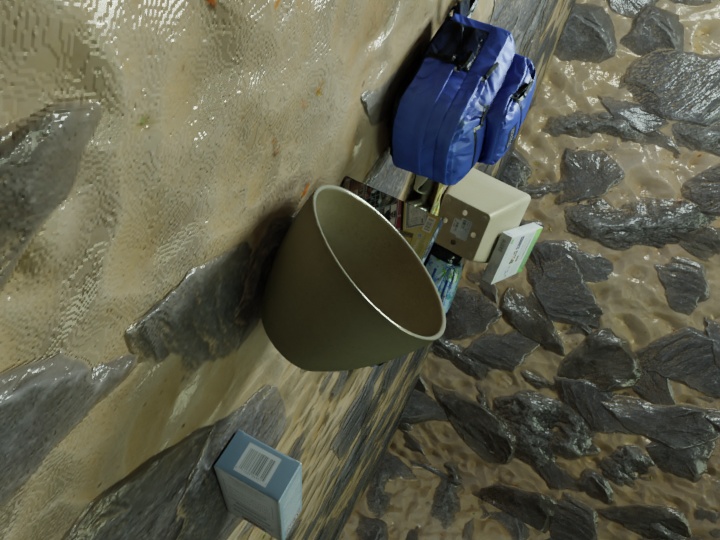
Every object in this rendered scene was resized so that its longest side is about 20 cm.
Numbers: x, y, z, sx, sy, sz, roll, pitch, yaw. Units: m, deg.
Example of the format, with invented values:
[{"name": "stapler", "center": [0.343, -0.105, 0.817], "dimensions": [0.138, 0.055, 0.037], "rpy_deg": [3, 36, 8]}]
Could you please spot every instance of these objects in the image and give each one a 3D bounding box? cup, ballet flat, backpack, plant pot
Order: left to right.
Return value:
[{"name": "cup", "center": [-0.026, 0.029, 0.670], "dimensions": [0.143, 0.201, 0.200], "rpy_deg": [-39, 177, 23]}, {"name": "ballet flat", "center": [0.121, -0.143, 1.172], "dimensions": [0.071, 0.070, 0.201], "rpy_deg": [-45, 157, -56]}, {"name": "backpack", "center": [0.210, 0.027, 1.693], "dimensions": [0.201, 0.153, 0.163], "rpy_deg": [-55, 177, 16]}, {"name": "backpack", "center": [0.135, -0.222, 0.846], "dimensions": [0.200, 0.167, 0.163], "rpy_deg": [-56, 158, -21]}, {"name": "plant pot", "center": [0.290, -0.132, 1.601], "dimensions": [0.177, 0.199, 0.201], "rpy_deg": [-26, 141, -52]}]

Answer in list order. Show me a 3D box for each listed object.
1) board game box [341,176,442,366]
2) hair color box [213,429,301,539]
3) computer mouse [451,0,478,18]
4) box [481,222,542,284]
[{"name": "board game box", "center": [0.000, 0.000, 0.772], "dimensions": [0.201, 0.135, 0.035], "rpy_deg": [-64, 167, -4]}, {"name": "hair color box", "center": [-0.138, 0.307, 0.862], "dimensions": [0.061, 0.099, 0.201], "rpy_deg": [-57, 165, -35]}, {"name": "computer mouse", "center": [0.162, -0.437, 0.835], "dimensions": [0.141, 0.046, 0.200], "rpy_deg": [-57, 171, -13]}, {"name": "box", "center": [0.407, -0.048, 1.643], "dimensions": [0.199, 0.036, 0.145], "rpy_deg": [-15, 132, -49]}]
